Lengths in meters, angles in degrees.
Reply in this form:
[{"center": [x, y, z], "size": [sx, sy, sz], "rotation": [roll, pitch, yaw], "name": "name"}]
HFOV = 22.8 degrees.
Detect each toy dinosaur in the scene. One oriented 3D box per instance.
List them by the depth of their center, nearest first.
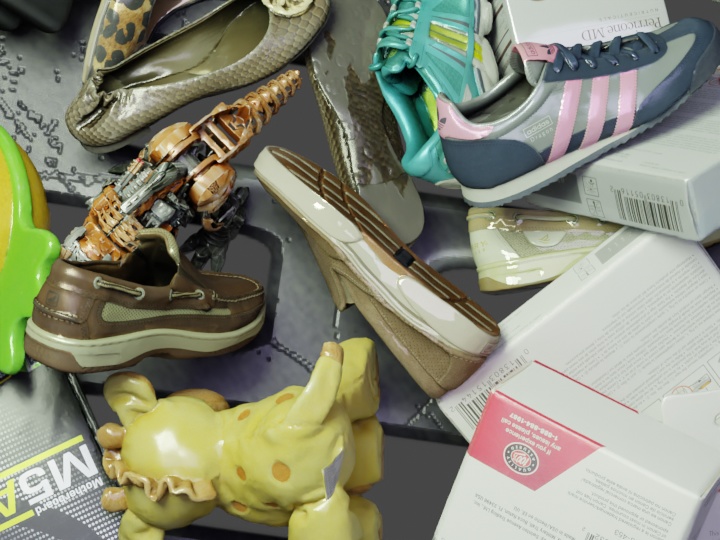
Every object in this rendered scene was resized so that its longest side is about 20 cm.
[{"center": [-0.114, -0.053, 1.179], "size": [0.198, 0.136, 0.103], "rotation": [-22, 81, -9], "name": "toy dinosaur"}]

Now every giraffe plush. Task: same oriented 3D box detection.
[{"center": [-0.078, 0.124, 1.133], "size": [0.160, 0.200, 0.174], "rotation": [-1, 81, 11], "name": "giraffe plush"}]

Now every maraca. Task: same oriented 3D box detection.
[{"center": [-0.250, -0.018, 1.155], "size": [0.200, 0.106, 0.138], "rotation": [51, 120, 38], "name": "maraca"}]

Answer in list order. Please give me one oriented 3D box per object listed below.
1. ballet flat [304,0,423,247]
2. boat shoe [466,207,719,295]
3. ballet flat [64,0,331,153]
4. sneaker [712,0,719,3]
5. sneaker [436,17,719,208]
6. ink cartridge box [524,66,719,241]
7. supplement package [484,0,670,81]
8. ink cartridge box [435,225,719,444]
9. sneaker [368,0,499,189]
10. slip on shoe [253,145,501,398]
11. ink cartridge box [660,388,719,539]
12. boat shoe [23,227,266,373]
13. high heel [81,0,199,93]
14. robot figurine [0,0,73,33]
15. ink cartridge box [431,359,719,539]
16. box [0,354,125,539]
[{"center": [0.001, -0.104, 1.243], "size": [0.067, 0.046, 0.202], "rotation": [-10, 77, -18], "name": "ballet flat"}, {"center": [0.174, -0.031, 1.235], "size": [0.199, 0.073, 0.064], "rotation": [-12, 85, 0], "name": "boat shoe"}, {"center": [-0.110, -0.146, 1.202], "size": [0.199, 0.047, 0.068], "rotation": [-29, 48, -6], "name": "ballet flat"}, {"center": [0.314, -0.264, 1.297], "size": [0.199, 0.076, 0.092], "rotation": [-33, 91, -3], "name": "sneaker"}, {"center": [0.140, -0.121, 1.145], "size": [0.199, 0.070, 0.082], "rotation": [-32, 118, -4], "name": "sneaker"}, {"center": [0.228, -0.091, 1.199], "size": [0.199, 0.159, 0.048], "rotation": [-28, 116, -30], "name": "ink cartridge box"}, {"center": [0.132, -0.230, 1.247], "size": [0.113, 0.110, 0.202], "rotation": [-12, 81, -7], "name": "supplement package"}, {"center": [0.175, 0.082, 1.200], "size": [0.199, 0.045, 0.177], "rotation": [-37, 110, 6], "name": "ink cartridge box"}, {"center": [0.045, -0.154, 1.204], "size": [0.079, 0.077, 0.202], "rotation": [-3, 76, -36], "name": "sneaker"}, {"center": [0.000, 0.000, 1.164], "size": [0.200, 0.076, 0.061], "rotation": [40, 106, 4], "name": "slip on shoe"}, {"center": [0.245, 0.165, 1.171], "size": [0.115, 0.068, 0.202], "rotation": [-6, 102, -7], "name": "ink cartridge box"}, {"center": [-0.122, 0.012, 1.117], "size": [0.074, 0.202, 0.076], "rotation": [19, 106, 28], "name": "boat shoe"}, {"center": [-0.101, -0.185, 1.243], "size": [0.142, 0.071, 0.201], "rotation": [26, 79, -6], "name": "high heel"}, {"center": [-0.216, -0.265, 1.219], "size": [0.149, 0.125, 0.202], "rotation": [15, 78, -5], "name": "robot figurine"}, {"center": [0.123, 0.182, 1.121], "size": [0.144, 0.084, 0.202], "rotation": [26, 111, 18], "name": "ink cartridge box"}, {"center": [-0.255, 0.157, 1.172], "size": [0.199, 0.048, 0.194], "rotation": [-24, 81, -9], "name": "box"}]
